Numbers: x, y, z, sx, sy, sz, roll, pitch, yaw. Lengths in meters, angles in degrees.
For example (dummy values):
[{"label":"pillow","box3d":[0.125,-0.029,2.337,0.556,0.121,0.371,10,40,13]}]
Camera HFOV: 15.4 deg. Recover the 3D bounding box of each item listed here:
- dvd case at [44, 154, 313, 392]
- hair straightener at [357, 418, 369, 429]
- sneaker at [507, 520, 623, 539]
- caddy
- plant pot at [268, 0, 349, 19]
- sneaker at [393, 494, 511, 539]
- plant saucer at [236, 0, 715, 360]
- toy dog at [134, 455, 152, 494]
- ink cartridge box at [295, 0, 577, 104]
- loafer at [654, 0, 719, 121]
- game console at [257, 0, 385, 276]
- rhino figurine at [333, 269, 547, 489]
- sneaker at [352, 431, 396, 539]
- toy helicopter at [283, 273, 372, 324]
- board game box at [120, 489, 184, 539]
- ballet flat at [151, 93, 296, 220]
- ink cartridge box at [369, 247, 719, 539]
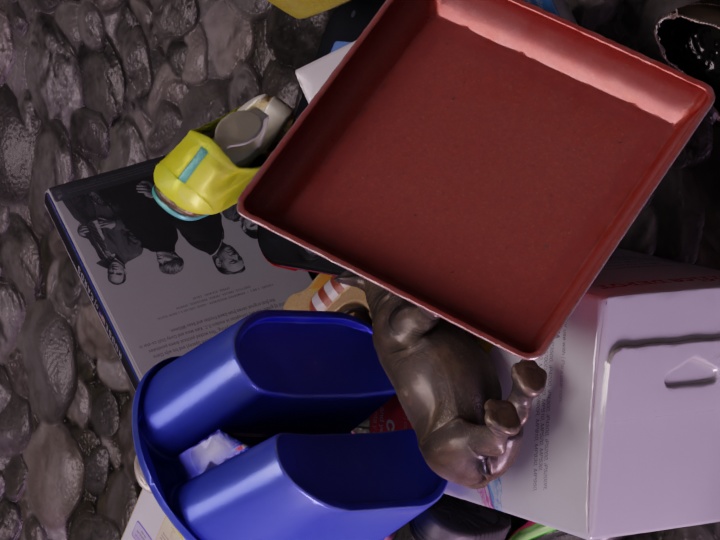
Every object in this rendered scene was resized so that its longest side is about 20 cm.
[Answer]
[{"label":"dvd case","box3d":[-0.115,0.004,1.870,0.200,0.150,0.025,62,156,28]},{"label":"hair straightener","box3d":[0.029,0.093,1.780,0.200,0.041,0.077,-7,88,52]},{"label":"sneaker","box3d":[0.119,0.205,1.667,0.084,0.077,0.200,48,133,16]},{"label":"caddy","box3d":[-0.045,0.103,1.532,0.105,0.200,0.141,-36,68,30]},{"label":"plant pot","box3d":[-0.026,-0.249,1.733,0.200,0.200,0.142,-14,107,51]},{"label":"sneaker","box3d":[0.050,0.176,1.672,0.060,0.200,0.104,28,104,4]},{"label":"plant saucer","box3d":[0.066,-0.059,1.493,0.200,0.200,0.037,27,156,21]},{"label":"toy dog","box3d":[-0.096,0.119,1.878,0.096,0.132,0.200,110,167,-45]},{"label":"ink cartridge box","box3d":[0.038,-0.105,1.621,0.200,0.115,0.068,-26,73,10]},{"label":"loafer","box3d":[0.234,-0.090,1.491,0.200,0.071,0.073,40,122,42]},{"label":"game console","box3d":[0.018,-0.088,1.735,0.177,0.031,0.200,8,77,51]},{"label":"rhino figurine","box3d":[0.039,0.036,1.518,0.200,0.060,0.087,62,145,31]},{"label":"sneaker","box3d":[-0.006,0.163,1.771,0.200,0.070,0.082,77,-169,-53]},{"label":"toy helicopter","box3d":[0.000,0.000,1.777,0.132,0.079,0.200,-22,57,41]},{"label":"board game box","box3d":[-0.128,0.246,1.986,0.153,0.040,0.200,51,129,36]},{"label":"ballet flat","box3d":[-0.076,-0.084,1.799,0.067,0.200,0.067,35,113,9]},{"label":"ink cartridge box","box3d":[0.124,0.064,1.579,0.200,0.145,0.145,13,103,51]}]
